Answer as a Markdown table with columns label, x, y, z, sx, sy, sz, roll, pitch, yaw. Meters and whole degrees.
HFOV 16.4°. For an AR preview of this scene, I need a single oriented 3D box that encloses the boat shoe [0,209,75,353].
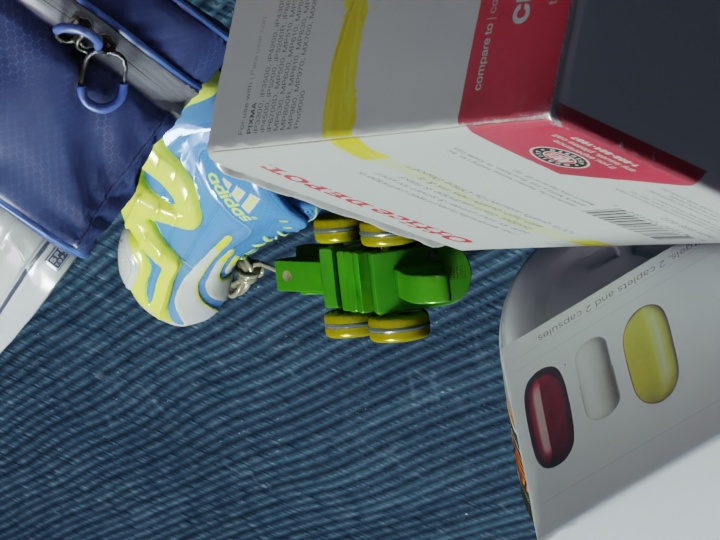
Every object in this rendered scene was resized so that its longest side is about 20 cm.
| label | x | y | z | sx | sy | sz | roll | pitch | yaw |
| --- | --- | --- | --- | --- | --- | --- | --- | --- | --- |
| boat shoe | -0.217 | 0.002 | 1.475 | 0.065 | 0.074 | 0.200 | 36 | 146 | -8 |

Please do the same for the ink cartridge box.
| label | x | y | z | sx | sy | sz | roll | pitch | yaw |
| --- | --- | --- | --- | --- | --- | --- | --- | --- | --- |
| ink cartridge box | 0.058 | -0.066 | 0.942 | 0.145 | 0.084 | 0.199 | 20 | 166 | -38 |

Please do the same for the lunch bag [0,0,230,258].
| label | x | y | z | sx | sy | sz | roll | pitch | yaw |
| --- | --- | --- | --- | --- | --- | --- | --- | --- | --- |
| lunch bag | -0.140 | -0.104 | 1.037 | 0.136 | 0.133 | 0.200 | 35 | 180 | -26 |

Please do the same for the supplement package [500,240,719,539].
| label | x | y | z | sx | sy | sz | roll | pitch | yaw |
| --- | --- | --- | --- | --- | --- | --- | --- | --- | --- |
| supplement package | 0.181 | 0.061 | 0.956 | 0.199 | 0.111 | 0.156 | -32 | 126 | 19 |

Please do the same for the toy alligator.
| label | x | y | z | sx | sy | sz | roll | pitch | yaw |
| --- | --- | --- | --- | --- | --- | --- | --- | --- | --- |
| toy alligator | 0.000 | 0.000 | 1.245 | 0.054 | 0.060 | 0.200 | -10 | -172 | -32 |

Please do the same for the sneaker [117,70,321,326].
| label | x | y | z | sx | sy | sz | roll | pitch | yaw |
| --- | --- | --- | --- | --- | --- | --- | --- | --- | --- |
| sneaker | -0.062 | -0.026 | 1.212 | 0.105 | 0.076 | 0.200 | 19 | 151 | 16 |

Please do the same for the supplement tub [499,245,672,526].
| label | x | y | z | sx | sy | sz | roll | pitch | yaw |
| --- | --- | --- | --- | --- | --- | --- | --- | --- | --- |
| supplement tub | 0.129 | 0.068 | 1.143 | 0.122 | 0.123 | 0.200 | 20 | 156 | 18 |
